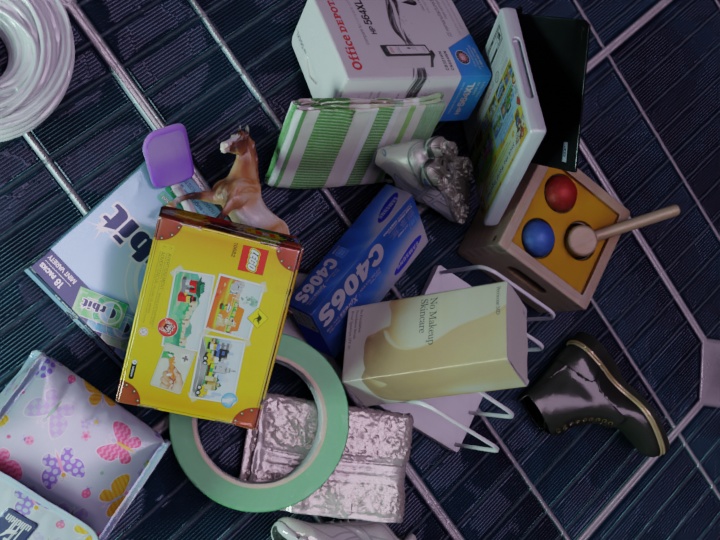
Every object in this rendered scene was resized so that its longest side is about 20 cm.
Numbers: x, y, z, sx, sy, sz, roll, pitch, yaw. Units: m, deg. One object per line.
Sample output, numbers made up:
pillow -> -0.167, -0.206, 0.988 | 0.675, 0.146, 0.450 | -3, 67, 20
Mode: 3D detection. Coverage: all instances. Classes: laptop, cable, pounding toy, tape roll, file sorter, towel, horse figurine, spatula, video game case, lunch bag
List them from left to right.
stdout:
cable -> -0.403, -0.230, 1.067 | 0.200, 0.069, 0.200 | -13, 90, -28
lunch bag -> -0.319, 0.208, 1.036 | 0.170, 0.127, 0.200 | 40, 76, -15
spatula -> -0.189, -0.061, 1.133 | 0.056, 0.021, 0.200 | -22, 95, -32
horse figurine -> -0.127, -0.046, 1.142 | 0.133, 0.050, 0.200 | -45, 108, -40
tape roll -> -0.114, 0.168, 1.150 | 0.200, 0.048, 0.201 | 1, 81, -7
towel -> -0.039, 0.218, 1.194 | 0.200, 0.034, 0.133 | 8, 82, -8
towel -> -0.007, -0.153, 1.221 | 0.200, 0.153, 0.023 | -8, 57, -27
file sorter -> 0.134, 0.108, 1.269 | 0.139, 0.125, 0.200 | 33, 71, -20
video game case -> 0.169, -0.183, 1.245 | 0.023, 0.200, 0.182 | -1, 61, -12
laptop -> 0.230, -0.231, 1.274 | 0.103, 0.200, 0.177 | 6, 108, 12
pounding toy -> 0.275, -0.053, 1.344 | 0.200, 0.142, 0.184 | 35, 72, -19

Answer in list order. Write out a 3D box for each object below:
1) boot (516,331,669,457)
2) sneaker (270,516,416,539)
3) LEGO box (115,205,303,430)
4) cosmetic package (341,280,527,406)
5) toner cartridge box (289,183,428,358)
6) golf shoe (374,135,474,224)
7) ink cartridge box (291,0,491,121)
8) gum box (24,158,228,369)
boot -> 0.311, 0.203, 1.383 | 0.138, 0.077, 0.200 | -40, 89, -20
sneaker -> -0.015, 0.324, 1.211 | 0.200, 0.075, 0.081 | 27, 60, -24
LEGO box -> -0.157, 0.049, 1.062 | 0.149, 0.077, 0.200 | 14, 99, -12
cosmetic package -> 0.085, 0.085, 1.161 | 0.071, 0.200, 0.105 | 49, 37, -48
toner cartridge box -> 0.000, 0.000, 1.232 | 0.200, 0.043, 0.095 | -51, 145, -21
golf shoe -> 0.082, -0.116, 1.272 | 0.200, 0.097, 0.078 | 43, 56, -63
ink cartridge box -> 0.036, -0.259, 1.249 | 0.200, 0.084, 0.146 | -7, 59, -27
gum box -> -0.238, -0.008, 1.140 | 0.170, 0.045, 0.200 | 49, 66, -15
